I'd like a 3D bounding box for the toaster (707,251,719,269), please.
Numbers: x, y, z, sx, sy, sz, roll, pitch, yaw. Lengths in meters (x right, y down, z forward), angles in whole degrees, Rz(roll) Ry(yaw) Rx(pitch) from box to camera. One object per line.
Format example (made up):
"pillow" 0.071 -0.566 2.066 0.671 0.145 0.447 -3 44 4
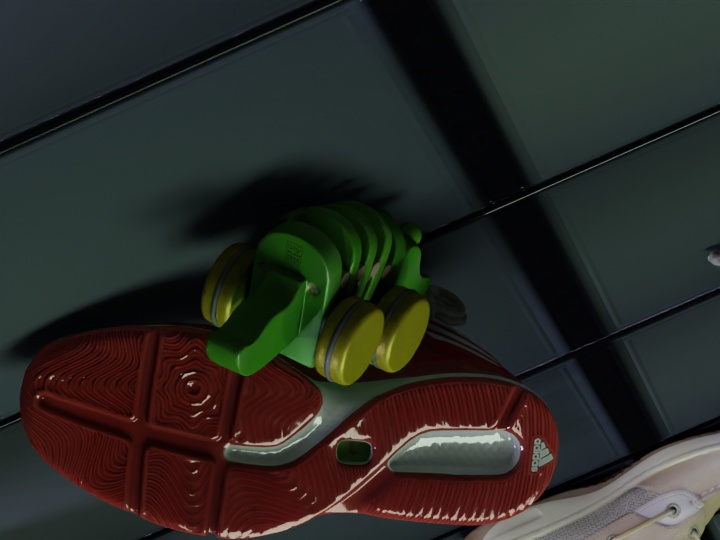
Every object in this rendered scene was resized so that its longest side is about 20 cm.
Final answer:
"toaster" 0.290 0.032 1.264 0.199 0.181 0.119 -9 155 -37

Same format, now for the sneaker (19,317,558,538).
"sneaker" -0.031 0.051 1.106 0.199 0.079 0.116 11 -169 -9

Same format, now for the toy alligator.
"toy alligator" 0.000 0.000 1.043 0.200 0.059 0.054 -12 125 -65

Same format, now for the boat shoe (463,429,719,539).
"boat shoe" 0.159 0.142 1.604 0.199 0.065 0.072 -21 162 -4
